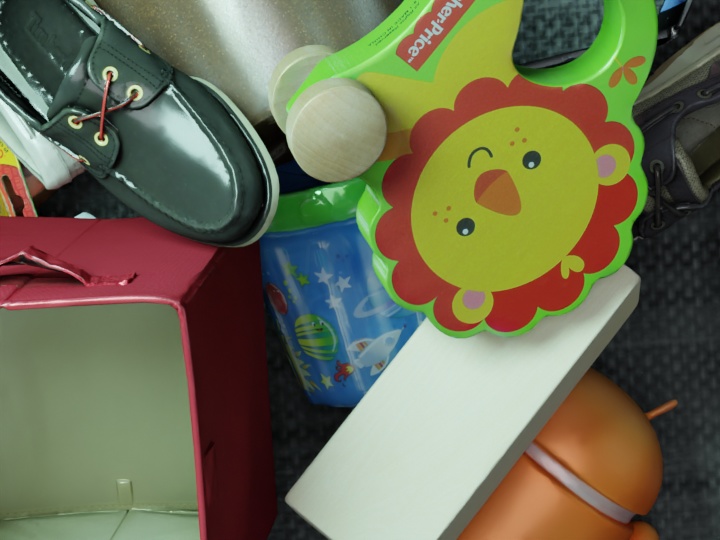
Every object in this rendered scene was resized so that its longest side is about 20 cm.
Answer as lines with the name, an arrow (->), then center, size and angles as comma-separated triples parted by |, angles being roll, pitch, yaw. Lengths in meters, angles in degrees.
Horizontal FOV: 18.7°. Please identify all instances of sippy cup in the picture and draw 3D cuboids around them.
sippy cup -> 0.000, 0.000, 1.195 | 0.176, 0.140, 0.131 | -10, 105, 18

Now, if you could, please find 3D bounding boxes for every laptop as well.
laptop -> 0.120, -0.160, 1.143 | 0.198, 0.177, 0.104 | -13, 93, 5

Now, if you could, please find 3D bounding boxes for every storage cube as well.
storage cube -> -0.140, 0.073, 1.073 | 0.169, 0.180, 0.202 | -1, 104, 9

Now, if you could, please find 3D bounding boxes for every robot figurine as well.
robot figurine -> 0.088, 0.132, 1.202 | 0.144, 0.117, 0.200 | 39, 97, 16

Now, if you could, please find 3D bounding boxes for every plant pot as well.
plant pot -> -0.065, -0.162, 1.129 | 0.199, 0.200, 0.199 | -27, 83, 6

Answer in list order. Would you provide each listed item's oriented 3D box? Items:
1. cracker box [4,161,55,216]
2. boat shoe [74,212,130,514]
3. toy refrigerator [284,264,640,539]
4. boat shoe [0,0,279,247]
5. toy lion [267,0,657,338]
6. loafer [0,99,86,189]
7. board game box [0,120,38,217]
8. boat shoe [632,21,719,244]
cracker box -> -0.230, -0.129, 1.229 | 0.134, 0.058, 0.200 | -40, 90, 7
boat shoe -> -0.130, 0.072, 1.194 | 0.091, 0.071, 0.201 | -36, 117, -18
toy refrigerator -> 0.054, 0.066, 1.124 | 0.076, 0.070, 0.200 | 36, 83, 13
boat shoe -> -0.122, -0.080, 1.041 | 0.201, 0.063, 0.074 | 42, 107, 21
toy lion -> 0.067, -0.072, 1.038 | 0.191, 0.069, 0.200 | 35, 100, -25
loafer -> -0.209, -0.113, 1.140 | 0.199, 0.070, 0.070 | 34, 68, 25
board game box -> -0.260, -0.015, 1.212 | 0.199, 0.030, 0.096 | -15, 98, 30
boat shoe -> 0.164, -0.059, 1.185 | 0.200, 0.065, 0.072 | -39, 127, -6
